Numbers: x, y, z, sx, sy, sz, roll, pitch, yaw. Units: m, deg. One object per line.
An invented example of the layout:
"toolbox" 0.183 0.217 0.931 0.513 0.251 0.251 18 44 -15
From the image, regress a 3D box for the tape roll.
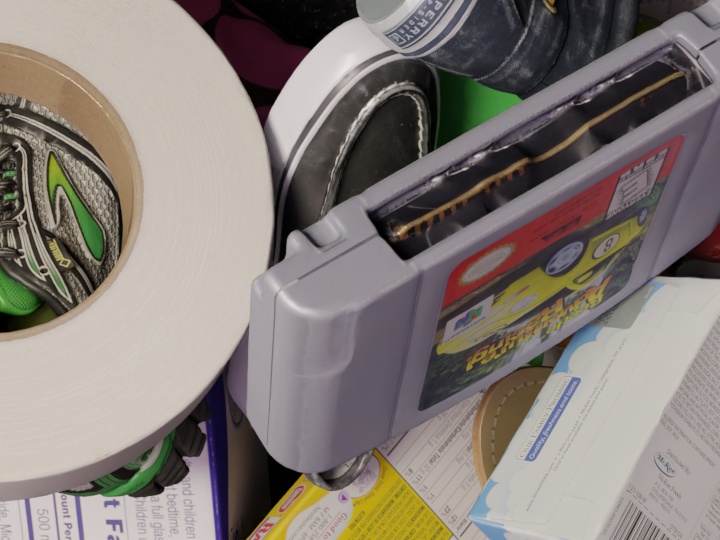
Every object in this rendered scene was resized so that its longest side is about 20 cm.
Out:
"tape roll" -0.129 -0.022 0.691 0.203 0.203 0.037 35 158 -1

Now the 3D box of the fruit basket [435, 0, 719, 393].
"fruit basket" 0.115 -0.034 0.809 0.200 0.094 0.185 2 111 -3

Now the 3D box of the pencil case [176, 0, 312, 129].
"pencil case" -0.083 -0.085 0.821 0.200 0.094 0.091 27 122 4

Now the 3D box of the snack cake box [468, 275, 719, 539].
"snack cake box" 0.146 0.105 0.775 0.200 0.115 0.067 44 157 -30

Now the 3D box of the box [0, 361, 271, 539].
"box" -0.145 0.089 0.870 0.200 0.105 0.184 0 108 9

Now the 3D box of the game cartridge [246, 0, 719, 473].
"game cartridge" 0.052 -0.008 0.680 0.200 0.133 0.041 -30 71 -19

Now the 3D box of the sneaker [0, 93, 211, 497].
"sneaker" -0.121 -0.013 0.744 0.078 0.085 0.200 -31 72 26

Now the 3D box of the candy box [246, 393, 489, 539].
"candy box" 0.003 0.128 0.834 0.102 0.200 0.026 51 154 -19

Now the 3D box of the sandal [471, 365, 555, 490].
"sandal" 0.108 0.102 0.843 0.212 0.070 0.078 30 80 -28

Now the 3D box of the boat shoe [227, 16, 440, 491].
"boat shoe" -0.002 0.001 0.751 0.068 0.074 0.199 50 136 36

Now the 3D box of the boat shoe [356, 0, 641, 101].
"boat shoe" 0.048 -0.133 0.738 0.091 0.200 0.071 29 131 -26
